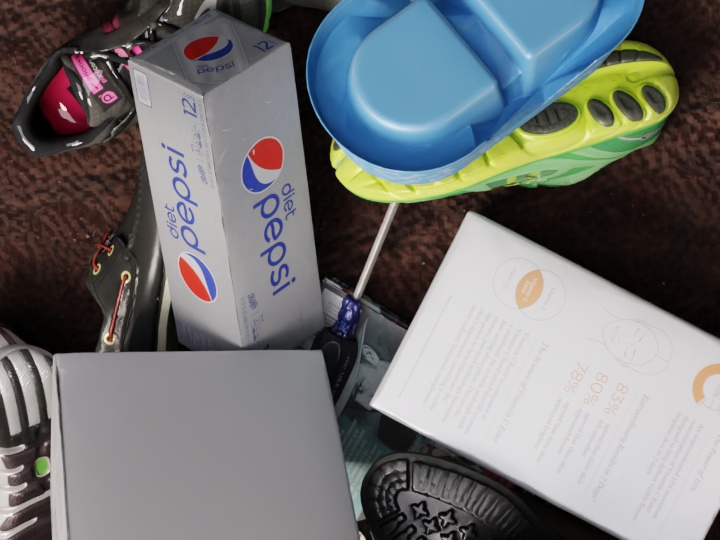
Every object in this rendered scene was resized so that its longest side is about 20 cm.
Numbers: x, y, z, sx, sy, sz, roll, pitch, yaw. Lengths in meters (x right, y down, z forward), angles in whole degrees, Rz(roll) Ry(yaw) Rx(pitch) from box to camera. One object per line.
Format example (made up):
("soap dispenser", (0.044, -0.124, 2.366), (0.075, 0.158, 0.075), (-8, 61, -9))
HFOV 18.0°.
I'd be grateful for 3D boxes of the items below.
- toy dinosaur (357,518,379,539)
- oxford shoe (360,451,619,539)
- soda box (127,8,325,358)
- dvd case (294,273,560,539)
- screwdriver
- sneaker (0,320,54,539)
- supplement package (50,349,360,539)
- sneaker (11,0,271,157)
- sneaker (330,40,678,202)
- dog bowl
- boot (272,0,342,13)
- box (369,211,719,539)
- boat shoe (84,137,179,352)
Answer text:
("toy dinosaur", (0.038, 0.190, 1.302), (0.077, 0.200, 0.103), (-27, 70, -8))
("oxford shoe", (0.085, 0.157, 1.265), (0.199, 0.084, 0.073), (30, 98, -11))
("soda box", (-0.072, -0.040, 1.271), (0.063, 0.068, 0.201), (27, 139, 36))
("dvd case", (0.031, 0.113, 1.366), (0.199, 0.022, 0.146), (29, 105, 3))
("screwdriver", (0.000, 0.000, 1.328), (0.029, 0.028, 0.201), (13, 103, -20))
("sneaker", (-0.217, 0.102, 1.394), (0.116, 0.075, 0.201), (45, 143, 41))
("supplement package", (-0.087, 0.148, 1.227), (0.155, 0.200, 0.111), (0, 129, -10))
("sneaker", (-0.125, -0.119, 1.296), (0.077, 0.084, 0.200), (49, 126, -6))
("sneaker", (0.083, -0.069, 1.282), (0.199, 0.084, 0.074), (-11, 62, 3))
("dog bowl", (0.062, -0.123, 1.228), (0.200, 0.050, 0.112), (-36, 75, -12))
("boot", (-0.040, -0.165, 1.316), (0.130, 0.068, 0.200), (-35, 93, 27))
("box", (0.122, 0.067, 1.286), (0.199, 0.097, 0.125), (28, 90, 4))
("boat shoe", (-0.134, 0.006, 1.350), (0.063, 0.074, 0.202), (9, 107, 1))
